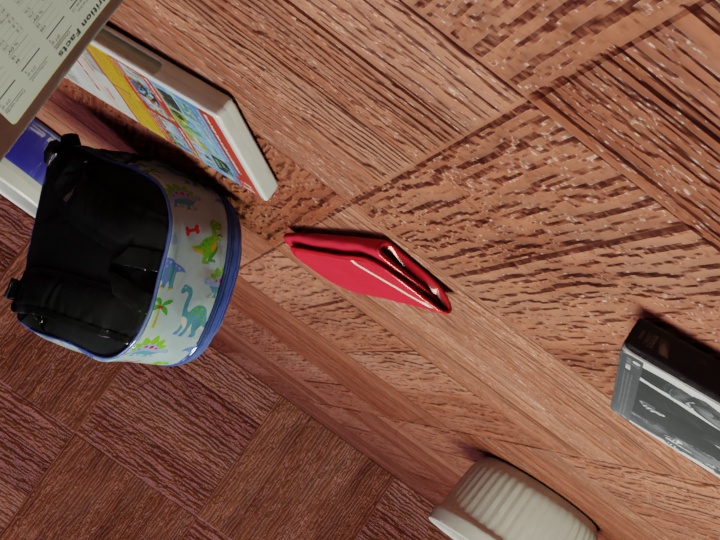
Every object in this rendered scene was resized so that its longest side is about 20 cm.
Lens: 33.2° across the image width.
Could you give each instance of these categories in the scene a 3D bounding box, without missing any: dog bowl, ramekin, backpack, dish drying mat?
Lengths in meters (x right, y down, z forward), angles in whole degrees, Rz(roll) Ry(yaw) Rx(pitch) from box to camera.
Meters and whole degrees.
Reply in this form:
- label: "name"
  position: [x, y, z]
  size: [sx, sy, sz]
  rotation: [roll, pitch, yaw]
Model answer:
- label: "dog bowl"
  position: [-0.394, -0.125, 1.421]
  size: [0.200, 0.079, 0.200]
  rotation: [34, 170, 7]
- label: "ramekin"
  position: [0.192, 0.314, 1.471]
  size: [0.200, 0.105, 0.200]
  rotation: [33, 169, 7]
- label: "backpack"
  position: [-0.191, -0.008, 1.064]
  size: [0.147, 0.183, 0.200]
  rotation: [13, -176, -44]
- label: "dish drying mat"
  position: [0.000, 0.000, 0.921]
  size: [0.077, 0.018, 0.200]
  rotation: [38, 169, -20]

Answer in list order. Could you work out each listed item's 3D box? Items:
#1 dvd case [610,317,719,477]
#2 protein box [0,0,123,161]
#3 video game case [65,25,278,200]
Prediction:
- label: "dvd case"
  position: [0.230, 0.104, 0.656]
  size: [0.200, 0.025, 0.150]
  rotation: [31, 169, 17]
- label: "protein box"
  position: [-0.239, -0.181, 0.542]
  size: [0.198, 0.135, 0.200]
  rotation: [29, 167, 26]
- label: "video game case"
  position: [-0.154, -0.127, 0.837]
  size: [0.200, 0.017, 0.143]
  rotation: [32, 169, 17]
